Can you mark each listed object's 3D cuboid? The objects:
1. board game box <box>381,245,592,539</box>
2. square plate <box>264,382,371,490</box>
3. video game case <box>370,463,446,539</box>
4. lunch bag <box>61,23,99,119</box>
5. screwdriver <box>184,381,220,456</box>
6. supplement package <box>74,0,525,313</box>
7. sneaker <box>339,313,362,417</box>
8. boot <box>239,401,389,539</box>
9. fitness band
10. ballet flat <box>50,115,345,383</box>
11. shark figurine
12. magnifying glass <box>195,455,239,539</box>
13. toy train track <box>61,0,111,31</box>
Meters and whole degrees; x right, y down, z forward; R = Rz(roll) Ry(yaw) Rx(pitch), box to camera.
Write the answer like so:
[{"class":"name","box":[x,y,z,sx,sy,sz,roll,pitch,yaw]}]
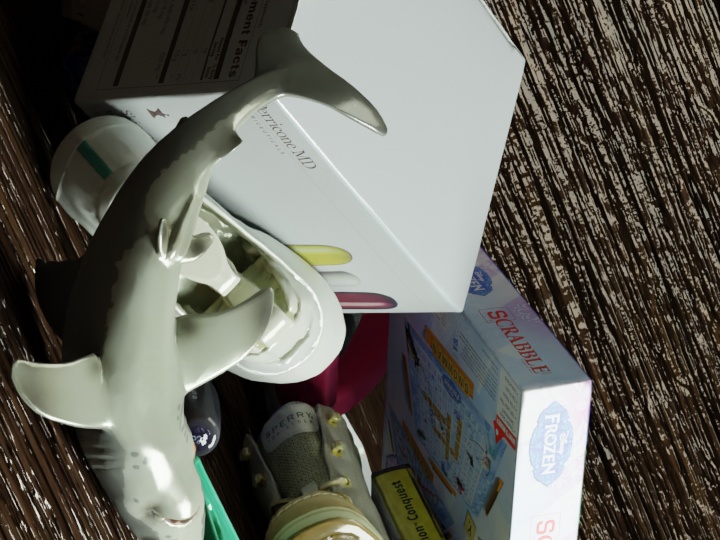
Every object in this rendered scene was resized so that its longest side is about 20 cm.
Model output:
[{"class":"board game box","box":[0.062,0.101,1.165,0.200,0.041,0.200,-124,-148,-58]},{"class":"square plate","box":[-0.014,0.151,1.340,0.200,0.028,0.199,60,12,-54]},{"class":"video game case","box":[0.045,0.238,1.170,0.181,0.025,0.200,-118,-159,-48]},{"class":"lunch bag","box":[-0.084,-0.051,1.175,0.151,0.094,0.201,-103,175,-74]},{"class":"screwdriver","box":[-0.093,0.043,1.061,0.028,0.029,0.200,65,-4,-22]},{"class":"supplement package","box":[-0.021,-0.092,1.042,0.200,0.111,0.156,47,50,-47]},{"class":"sneaker","box":[-0.008,0.047,1.429,0.200,0.112,0.073,60,10,-60]},{"class":"boot","box":[-0.023,0.129,1.104,0.200,0.072,0.155,71,0,-54]},{"class":"fitness band","box":[0.000,0.000,1.226,0.144,0.037,0.200,-49,153,-44]},{"class":"ballet flat","box":[-0.066,0.005,0.992,0.200,0.069,0.070,44,19,-39]},{"class":"shark figurine","box":[-0.086,-0.009,0.826,0.089,0.215,0.128,16,-4,46]},{"class":"magnifying glass","box":[-0.072,0.104,0.943,0.080,0.022,0.200,-36,103,-86]},{"class":"toy train track","box":[-0.156,-0.182,1.156,0.114,0.033,0.200,21,31,-27]}]
